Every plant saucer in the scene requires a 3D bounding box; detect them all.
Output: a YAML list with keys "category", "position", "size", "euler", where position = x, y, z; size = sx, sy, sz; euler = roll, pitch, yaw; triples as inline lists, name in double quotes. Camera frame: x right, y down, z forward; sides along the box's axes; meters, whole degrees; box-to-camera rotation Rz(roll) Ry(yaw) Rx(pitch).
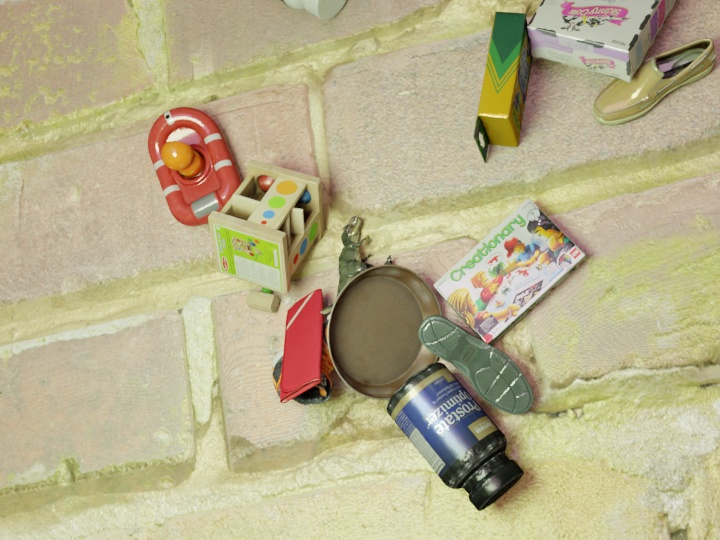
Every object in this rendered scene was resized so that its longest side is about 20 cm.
- category: "plant saucer"
  position: [0.032, 0.091, 1.522]
  size: [0.034, 0.200, 0.201]
  euler: [2, 72, 60]

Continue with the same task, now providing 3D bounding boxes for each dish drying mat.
- category: "dish drying mat"
  position: [-0.088, 0.109, 1.532]
  size: [0.077, 0.018, 0.200]
  euler: [-31, 31, 22]

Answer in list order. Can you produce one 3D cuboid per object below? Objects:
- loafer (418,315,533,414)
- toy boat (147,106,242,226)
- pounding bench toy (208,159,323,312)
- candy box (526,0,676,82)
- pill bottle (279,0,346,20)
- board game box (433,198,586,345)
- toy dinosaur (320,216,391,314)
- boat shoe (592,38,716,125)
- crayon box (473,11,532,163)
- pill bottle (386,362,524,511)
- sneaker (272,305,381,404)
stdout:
- category: "loafer"
  position: [0.173, 0.132, 1.510]
  size: [0.200, 0.063, 0.072]
  euler: [40, 100, 0]
- category: "toy boat"
  position: [-0.284, -0.179, 1.679]
  size: [0.130, 0.131, 0.200]
  euler: [-26, 71, 7]
- category: "pounding bench toy"
  position: [-0.139, -0.050, 1.619]
  size: [0.124, 0.200, 0.156]
  euler: [17, 50, 16]
- category: "candy box"
  position: [0.373, -0.400, 1.556]
  size: [0.167, 0.072, 0.200]
  euler: [22, 69, 27]
- category: "pill bottle"
  position: [-0.119, -0.510, 1.729]
  size: [0.200, 0.110, 0.110]
  euler: [35, 87, 20]
- category: "board game box"
  position: [0.225, 0.003, 1.546]
  size: [0.200, 0.035, 0.126]
  euler: [-43, 69, 2]
- category: "toy dinosaur"
  position: [0.000, 0.000, 1.582]
  size: [0.088, 0.048, 0.200]
  euler: [4, 46, 9]
- category: "boat shoe"
  position: [0.439, -0.293, 1.540]
  size: [0.200, 0.076, 0.072]
  euler: [-32, 72, 6]
- category: "crayon box"
  position: [0.222, -0.276, 1.569]
  size: [0.051, 0.126, 0.201]
  euler: [8, 79, 17]
- category: "pill bottle"
  position: [0.138, 0.240, 1.470]
  size: [0.112, 0.112, 0.200]
  euler: [-42, 70, 2]
- category: "sneaker"
  position: [-0.044, 0.136, 1.541]
  size: [0.200, 0.078, 0.112]
  euler: [-38, 31, 13]
